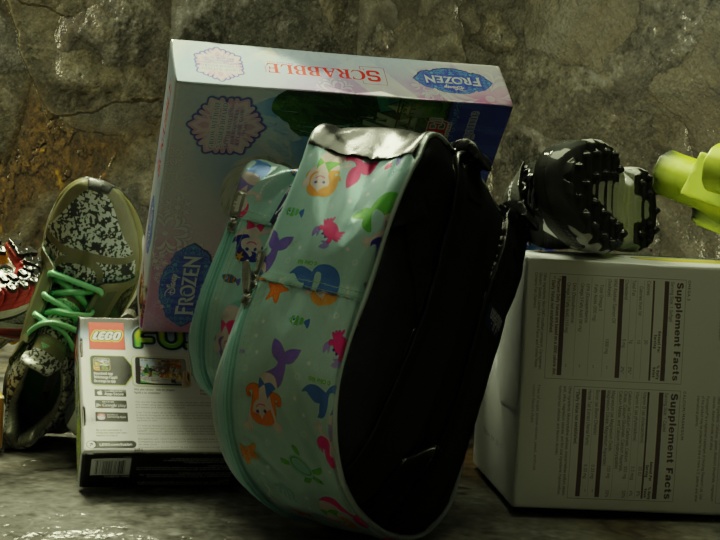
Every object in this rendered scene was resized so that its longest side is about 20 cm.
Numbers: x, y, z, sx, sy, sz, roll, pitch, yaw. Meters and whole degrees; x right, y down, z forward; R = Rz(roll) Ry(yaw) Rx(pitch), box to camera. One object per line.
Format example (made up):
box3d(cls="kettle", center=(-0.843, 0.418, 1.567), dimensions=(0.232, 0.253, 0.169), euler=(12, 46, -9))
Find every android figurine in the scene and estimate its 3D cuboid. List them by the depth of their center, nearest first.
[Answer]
box3d(cls="android figurine", center=(0.284, -0.025, 0.866), dimensions=(0.199, 0.041, 0.181), euler=(26, -1, 45))

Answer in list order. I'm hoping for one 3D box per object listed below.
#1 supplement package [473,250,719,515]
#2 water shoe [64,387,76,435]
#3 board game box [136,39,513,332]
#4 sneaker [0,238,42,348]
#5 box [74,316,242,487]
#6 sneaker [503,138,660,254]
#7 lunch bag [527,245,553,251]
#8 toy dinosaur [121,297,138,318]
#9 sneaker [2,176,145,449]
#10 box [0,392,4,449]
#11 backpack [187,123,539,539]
box3d(cls="supplement package", center=(0.184, 0.067, 0.887), dimensions=(0.197, 0.153, 0.152), euler=(3, 2, -5))
box3d(cls="water shoe", center=(-0.149, 0.098, 0.979), dimensions=(0.078, 0.072, 0.200), euler=(28, 7, 4))
box3d(cls="board game box", center=(-0.029, -0.041, 0.844), dimensions=(0.197, 0.201, 0.041), euler=(2, 44, -15))
box3d(cls="sneaker", center=(-0.297, 0.047, 0.948), dimensions=(0.078, 0.083, 0.199), euler=(37, 34, 24))
box3d(cls="box", center=(-0.079, 0.082, 0.873), dimensions=(0.198, 0.035, 0.111), euler=(2, 45, -15))
box3d(cls="sneaker", center=(0.127, -0.042, 0.872), dimensions=(0.089, 0.067, 0.200), euler=(0, -2, 23))
box3d(cls="lunch bag", center=(0.038, 0.015, 1.097), dimensions=(0.149, 0.095, 0.199), euler=(14, 20, 38))
box3d(cls="toy dinosaur", center=(-0.184, 0.018, 1.056), dimensions=(0.102, 0.077, 0.200), euler=(-25, 20, 53))
box3d(cls="sneaker", center=(-0.197, 0.037, 0.928), dimensions=(0.076, 0.202, 0.089), euler=(16, 20, -4))
box3d(cls="box", center=(-0.347, 0.096, 0.937), dimensions=(0.198, 0.042, 0.119), euler=(-1, 4, -18))
box3d(cls="backpack", center=(-0.002, 0.039, 0.744), dimensions=(0.149, 0.202, 0.177), euler=(2, -22, 28))
